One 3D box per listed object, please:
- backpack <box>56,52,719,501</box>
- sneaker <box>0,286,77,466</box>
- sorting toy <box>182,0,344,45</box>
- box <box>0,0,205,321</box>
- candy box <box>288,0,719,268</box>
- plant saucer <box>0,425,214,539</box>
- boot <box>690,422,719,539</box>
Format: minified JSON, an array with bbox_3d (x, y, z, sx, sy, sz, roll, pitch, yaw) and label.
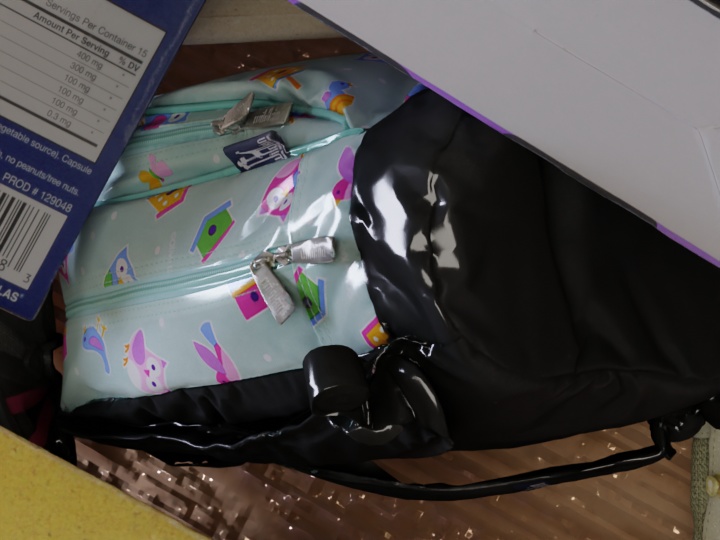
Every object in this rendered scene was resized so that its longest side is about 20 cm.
[{"bbox_3d":[0.000,0.000,0.832,0.199,0.166,0.127,-7,76,44],"label":"backpack"},{"bbox_3d":[-0.113,0.041,0.878,0.077,0.084,0.200,6,138,38],"label":"sneaker"},{"bbox_3d":[-0.046,-0.160,0.830,0.199,0.036,0.186,-5,97,-28],"label":"sorting toy"},{"bbox_3d":[-0.096,-0.099,0.775,0.121,0.032,0.201,27,95,-30],"label":"box"},{"bbox_3d":[0.082,-0.113,0.780,0.167,0.200,0.072,32,131,4],"label":"candy box"},{"bbox_3d":[-0.071,0.141,0.849,0.199,0.200,0.049,27,57,12],"label":"plant saucer"},{"bbox_3d":[0.102,0.107,0.872,0.199,0.072,0.155,-2,95,8],"label":"boot"}]
